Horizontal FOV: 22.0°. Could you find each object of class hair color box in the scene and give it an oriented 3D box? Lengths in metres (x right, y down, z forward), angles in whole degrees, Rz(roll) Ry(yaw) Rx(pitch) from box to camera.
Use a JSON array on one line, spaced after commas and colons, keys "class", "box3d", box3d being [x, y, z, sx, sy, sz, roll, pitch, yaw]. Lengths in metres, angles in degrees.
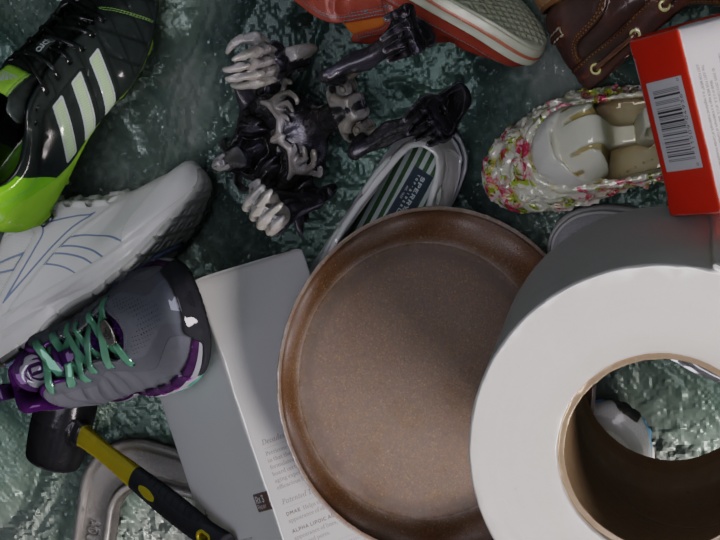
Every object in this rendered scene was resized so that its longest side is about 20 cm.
[{"class": "hair color box", "box3d": [0.253, -0.103, 1.000, 0.198, 0.061, 0.103, -16, 95, -17]}]

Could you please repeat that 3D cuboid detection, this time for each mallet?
[{"class": "mallet", "box3d": [-0.148, 0.136, 1.168, 0.200, 0.041, 0.066, 39, 116, 38]}]

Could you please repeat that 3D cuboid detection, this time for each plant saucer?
[{"class": "plant saucer", "box3d": [0.043, 0.065, 1.084, 0.198, 0.032, 0.202, 1, 86, -18]}]

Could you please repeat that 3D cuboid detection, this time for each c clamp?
[{"class": "c clamp", "box3d": [-0.116, 0.195, 1.217, 0.169, 0.027, 0.202, 18, 102, 12]}]

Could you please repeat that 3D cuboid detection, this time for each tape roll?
[{"class": "tape roll", "box3d": [0.164, 0.077, 0.992, 0.200, 0.139, 0.205, 3, 104, 10]}]

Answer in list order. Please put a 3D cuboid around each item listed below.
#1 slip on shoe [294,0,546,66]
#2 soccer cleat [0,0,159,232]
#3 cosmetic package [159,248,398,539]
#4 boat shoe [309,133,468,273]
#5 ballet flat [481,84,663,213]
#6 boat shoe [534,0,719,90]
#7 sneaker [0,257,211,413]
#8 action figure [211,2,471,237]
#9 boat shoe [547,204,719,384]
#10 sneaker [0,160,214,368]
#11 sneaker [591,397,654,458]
[{"class": "slip on shoe", "box3d": [0.018, -0.162, 1.106, 0.198, 0.074, 0.062, 23, 119, 13]}, {"class": "soccer cleat", "box3d": [-0.187, -0.118, 1.139, 0.067, 0.081, 0.201, 25, 87, 32]}, {"class": "cosmetic package", "box3d": [-0.057, 0.099, 1.122, 0.113, 0.081, 0.202, -29, 81, 59]}, {"class": "boat shoe", "box3d": [0.000, 0.000, 1.134, 0.073, 0.067, 0.202, 24, 104, 11]}, {"class": "ballet flat", "box3d": [0.159, -0.082, 1.078, 0.198, 0.064, 0.076, -13, 77, 16]}, {"class": "boat shoe", "box3d": [0.196, -0.175, 1.052, 0.199, 0.070, 0.071, -31, 83, 26]}, {"class": "sneaker", "box3d": [-0.154, 0.052, 1.093, 0.200, 0.087, 0.075, -36, 74, 61]}, {"class": "action figure", "box3d": [-0.036, -0.086, 1.086, 0.199, 0.102, 0.120, -22, 85, 43]}, {"class": "boat shoe", "box3d": [0.196, 0.027, 1.083, 0.199, 0.068, 0.072, 35, 106, 7]}, {"class": "sneaker", "box3d": [-0.181, -0.016, 1.181, 0.199, 0.074, 0.088, -33, 83, 17]}, {"class": "sneaker", "box3d": [0.112, 0.170, 1.120, 0.075, 0.087, 0.201, 32, 104, 11]}]
